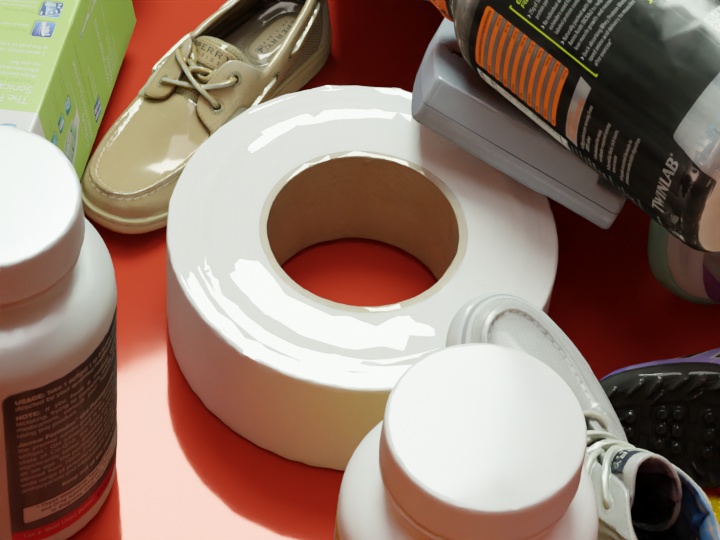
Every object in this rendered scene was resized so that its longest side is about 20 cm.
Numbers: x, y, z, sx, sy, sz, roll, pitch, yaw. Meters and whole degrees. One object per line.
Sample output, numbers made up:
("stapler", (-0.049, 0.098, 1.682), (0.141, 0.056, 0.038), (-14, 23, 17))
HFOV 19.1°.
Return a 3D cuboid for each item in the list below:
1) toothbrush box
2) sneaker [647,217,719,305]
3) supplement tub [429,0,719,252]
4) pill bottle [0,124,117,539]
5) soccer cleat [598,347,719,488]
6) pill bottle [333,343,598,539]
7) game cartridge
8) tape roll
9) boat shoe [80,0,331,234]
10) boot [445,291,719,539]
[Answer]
("toothbrush box", (-0.216, -0.101, 1.133), (0.144, 0.087, 0.201), (4, 49, 10))
("sneaker", (0.227, -0.075, 1.083), (0.139, 0.202, 0.077), (13, 13, 41))
("supplement tub", (0.130, -0.112, 1.028), (0.122, 0.123, 0.200), (-33, 62, -28))
("pill bottle", (-0.165, 0.033, 0.965), (0.110, 0.201, 0.111), (3, 50, -4))
("soccer cleat", (0.206, 0.061, 1.073), (0.198, 0.069, 0.073), (-4, 27, -4))
("pill bottle", (0.042, 0.124, 0.909), (0.110, 0.201, 0.112), (3, 51, -3))
("game cartridge", (0.100, -0.097, 1.143), (0.133, 0.041, 0.200), (34, 28, 4))
("tape roll", (0.000, 0.000, 1.091), (0.200, 0.071, 0.204), (2, 51, -2))
("boat shoe", (-0.086, -0.101, 1.168), (0.071, 0.065, 0.200), (27, 55, 17))
("boot", (0.112, 0.089, 0.969), (0.073, 0.096, 0.201), (-25, 80, -25))
